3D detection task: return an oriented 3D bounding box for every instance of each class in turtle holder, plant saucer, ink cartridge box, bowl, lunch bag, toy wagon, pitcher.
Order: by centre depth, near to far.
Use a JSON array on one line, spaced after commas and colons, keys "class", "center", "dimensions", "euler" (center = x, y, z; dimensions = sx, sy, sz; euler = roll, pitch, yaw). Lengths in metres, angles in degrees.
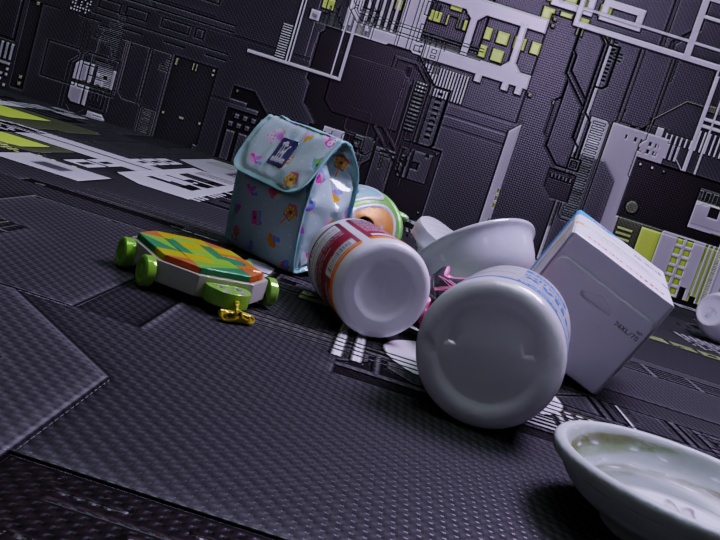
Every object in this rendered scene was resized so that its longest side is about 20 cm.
[{"class": "plant saucer", "center": [0.226, 0.168, 0.594], "dimensions": [0.200, 0.050, 0.200], "euler": [18, 8, -2]}, {"class": "toy wagon", "center": [-0.162, 0.005, 0.897], "dimensions": [0.155, 0.040, 0.200], "euler": [11, 10, -35]}, {"class": "ink cartridge box", "center": [0.290, 0.033, 1.085], "dimensions": [0.147, 0.146, 0.200], "euler": [38, 19, 6]}, {"class": "lunch bag", "center": [-0.099, -0.113, 1.223], "dimensions": [0.170, 0.201, 0.122], "euler": [26, 20, 40]}, {"class": "bowl", "center": [0.184, 0.007, 1.287], "dimensions": [0.200, 0.091, 0.201], "euler": [-15, -22, -6]}, {"class": "turtle holder", "center": [-0.027, -0.083, 1.340], "dimensions": [0.186, 0.141, 0.132], "euler": [48, 14, 27]}, {"class": "pitcher", "center": [0.907, 0.140, 2.028], "dimensions": [0.200, 0.121, 0.172], "euler": [25, 18, -34]}]

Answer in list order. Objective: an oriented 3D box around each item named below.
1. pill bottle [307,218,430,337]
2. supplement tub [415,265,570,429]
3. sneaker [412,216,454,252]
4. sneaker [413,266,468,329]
[{"class": "pill bottle", "center": [0.000, 0.000, 1.013], "dimensions": [0.113, 0.113, 0.200], "euler": [15, 9, -18]}, {"class": "supplement tub", "center": [0.131, 0.064, 0.803], "dimensions": [0.132, 0.132, 0.200], "euler": [19, 10, 13]}, {"class": "sneaker", "center": [0.109, -0.017, 1.371], "dimensions": [0.200, 0.115, 0.074], "euler": [23, 35, -58]}, {"class": "sneaker", "center": [0.131, 0.046, 0.990], "dimensions": [0.200, 0.095, 0.079], "euler": [30, -25, 51]}]
